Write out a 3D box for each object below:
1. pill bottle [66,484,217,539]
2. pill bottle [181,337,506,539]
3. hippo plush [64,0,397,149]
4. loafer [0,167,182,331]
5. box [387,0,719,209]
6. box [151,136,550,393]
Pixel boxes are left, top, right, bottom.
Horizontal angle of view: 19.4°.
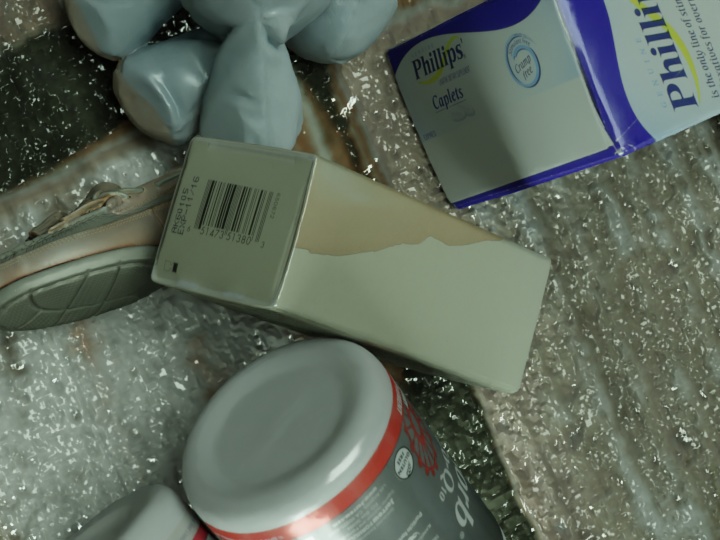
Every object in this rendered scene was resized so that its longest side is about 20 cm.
[{"bbox_3d":[-0.076,0.213,1.043,0.112,0.112,0.200,-44,100,-26],"label":"pill bottle"},{"bbox_3d":[0.006,0.137,1.066,0.116,0.116,0.200,-54,130,-24],"label":"pill bottle"},{"bbox_3d":[-0.053,-0.171,1.112,0.159,0.200,0.161,32,42,17],"label":"hippo plush"},{"bbox_3d":[-0.116,-0.022,1.100,0.200,0.072,0.063,-16,71,-34],"label":"loafer"},{"bbox_3d":[0.151,-0.125,1.176,0.200,0.184,0.105,-22,92,-27],"label":"box"},{"bbox_3d":[0.000,0.000,1.084,0.200,0.095,0.078,21,82,-49],"label":"box"}]
